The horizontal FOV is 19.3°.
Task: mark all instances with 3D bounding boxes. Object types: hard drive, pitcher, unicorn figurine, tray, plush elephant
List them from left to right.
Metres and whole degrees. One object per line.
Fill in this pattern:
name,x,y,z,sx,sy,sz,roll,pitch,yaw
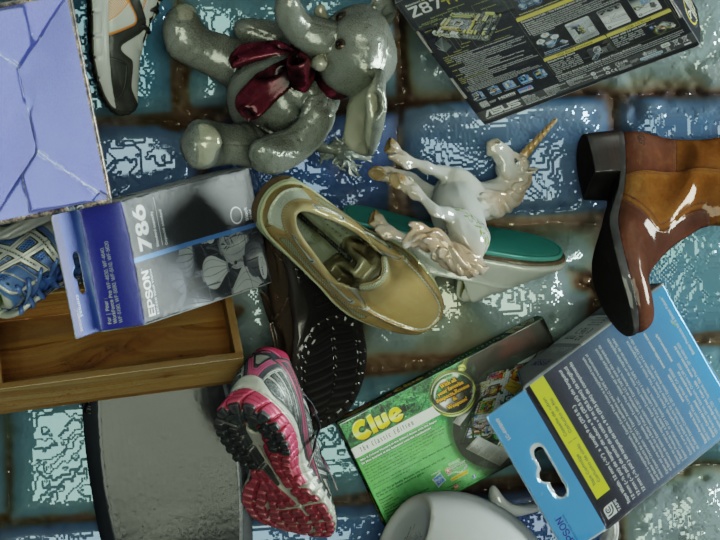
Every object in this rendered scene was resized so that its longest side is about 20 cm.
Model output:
tray,-0.200,0.056,1.720,0.198,0.099,0.037,-8,140,-8
hard drive,-0.159,0.158,1.761,0.134,0.042,0.202,-8,97,-9
plush elephant,-0.041,-0.160,1.687,0.199,0.165,0.155,19,133,-26
unicorn figurine,0.077,-0.060,1.741,0.137,0.074,0.201,23,48,-14
pitcher,0.122,0.243,1.788,0.199,0.121,0.173,29,70,-23

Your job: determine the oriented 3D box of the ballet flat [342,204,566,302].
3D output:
ballet flat,0.071,-0.008,1.781,0.198,0.069,0.070,9,94,-6

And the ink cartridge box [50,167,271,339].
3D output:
ink cartridge box,-0.152,-0.016,1.656,0.199,0.039,0.100,-20,102,-50

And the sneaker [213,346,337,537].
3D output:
sneaker,-0.057,0.148,1.729,0.080,0.075,0.201,7,140,19

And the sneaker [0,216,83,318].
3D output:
sneaker,-0.260,-0.001,1.701,0.199,0.077,0.076,-14,142,0

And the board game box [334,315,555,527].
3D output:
board game box,0.088,0.129,1.811,0.199,0.023,0.105,-26,101,-7

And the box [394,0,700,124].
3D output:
box,0.150,-0.210,1.695,0.199,0.049,0.161,-19,138,24

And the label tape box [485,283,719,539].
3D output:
label tape box,0.204,0.124,1.789,0.199,0.066,0.144,-35,101,-17

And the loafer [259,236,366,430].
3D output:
loafer,-0.043,0.034,1.763,0.073,0.071,0.201,-13,112,-30

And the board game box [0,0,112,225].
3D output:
board game box,-0.256,-0.127,1.637,0.096,0.200,0.161,-11,97,-7

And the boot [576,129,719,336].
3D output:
boot,0.291,-0.035,1.785,0.198,0.069,0.189,-1,57,-11

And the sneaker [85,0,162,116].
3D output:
sneaker,-0.183,-0.225,1.706,0.079,0.074,0.202,-2,96,-11

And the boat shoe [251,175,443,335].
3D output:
boat shoe,0.000,0.000,1.686,0.199,0.076,0.072,32,89,-33
